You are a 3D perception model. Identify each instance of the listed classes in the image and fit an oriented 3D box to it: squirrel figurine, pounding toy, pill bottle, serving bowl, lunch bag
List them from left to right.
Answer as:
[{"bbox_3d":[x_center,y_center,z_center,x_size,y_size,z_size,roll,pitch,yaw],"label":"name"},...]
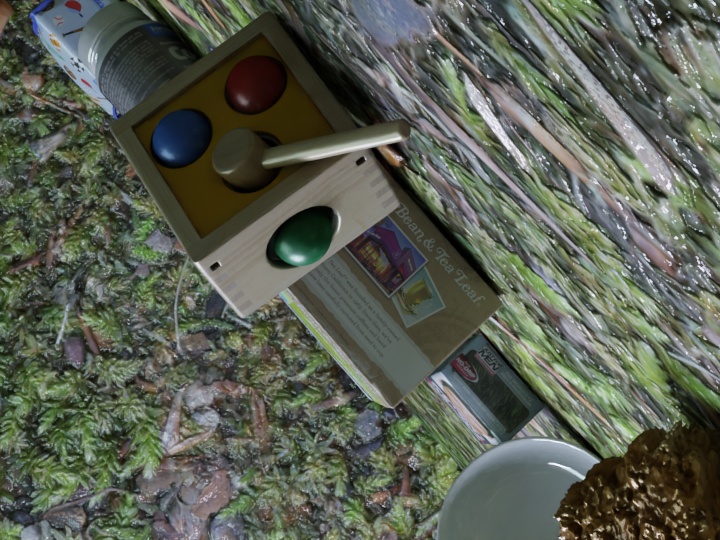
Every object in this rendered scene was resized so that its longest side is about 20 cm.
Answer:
[{"bbox_3d":[-0.353,-0.303,2.178,0.170,0.124,0.200,47,167,0],"label":"lunch bag"},{"bbox_3d":[-0.240,-0.221,1.874,0.200,0.114,0.114,45,174,27],"label":"pill bottle"},{"bbox_3d":[-0.066,-0.084,1.209,0.201,0.183,0.142,54,180,32],"label":"pounding toy"},{"bbox_3d":[0.178,0.266,1.563,0.200,0.200,0.066,46,-176,21],"label":"serving bowl"},{"bbox_3d":[0.222,0.194,1.011,0.200,0.142,0.186,47,169,-14],"label":"squirrel figurine"}]

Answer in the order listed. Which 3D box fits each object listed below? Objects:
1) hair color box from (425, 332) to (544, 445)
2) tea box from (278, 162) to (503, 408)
[{"bbox_3d":[0.127,0.127,1.681,0.099,0.061,0.200,48,174,3],"label":"hair color box"},{"bbox_3d":[0.000,0.000,1.395,0.200,0.133,0.197,48,174,-1],"label":"tea box"}]
